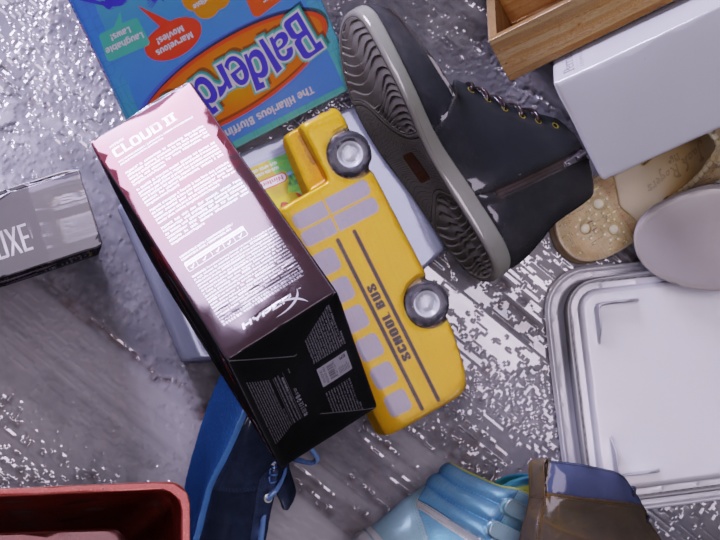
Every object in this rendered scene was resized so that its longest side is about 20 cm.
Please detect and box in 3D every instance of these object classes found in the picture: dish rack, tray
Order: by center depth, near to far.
[{"bbox_3d":[0.180,-0.199,1.171,0.199,0.099,0.037,-26,113,15],"label":"tray"},{"bbox_3d":[0.234,0.074,1.222,0.198,0.044,0.174,-6,85,-9],"label":"dish rack"}]

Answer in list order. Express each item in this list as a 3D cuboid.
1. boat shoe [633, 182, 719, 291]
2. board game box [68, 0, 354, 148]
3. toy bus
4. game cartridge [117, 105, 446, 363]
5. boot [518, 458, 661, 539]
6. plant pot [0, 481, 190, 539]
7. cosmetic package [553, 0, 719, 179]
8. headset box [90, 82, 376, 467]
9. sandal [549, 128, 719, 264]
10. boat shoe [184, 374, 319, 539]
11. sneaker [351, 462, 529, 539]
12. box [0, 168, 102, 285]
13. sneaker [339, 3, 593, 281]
[{"bbox_3d":[0.286,-0.036,1.222,0.198,0.093,0.076,-6,101,6],"label":"boat shoe"},{"bbox_3d":[-0.108,-0.178,1.151,0.151,0.045,0.201,-28,116,-7],"label":"board game box"},{"bbox_3d":[0.000,0.000,1.150,0.078,0.065,0.201,-28,90,-8],"label":"toy bus"},{"bbox_3d":[-0.048,-0.021,1.195,0.198,0.040,0.135,-24,93,-9],"label":"game cartridge"},{"bbox_3d":[0.182,0.175,1.165,0.199,0.074,0.098,7,80,-39],"label":"boot"},{"bbox_3d":[-0.205,0.229,1.080,0.197,0.176,0.203,-1,86,-8],"label":"plant pot"},{"bbox_3d":[0.228,-0.151,1.163,0.198,0.113,0.082,-24,112,13],"label":"cosmetic package"},{"bbox_3d":[-0.080,-0.003,1.069,0.075,0.149,0.201,-31,60,-8],"label":"headset box"},{"bbox_3d":[0.224,-0.080,1.219,0.211,0.070,0.078,-39,91,-9],"label":"sandal"},{"bbox_3d":[-0.075,0.138,1.165,0.068,0.084,0.202,15,102,-20],"label":"boat shoe"},{"bbox_3d":[0.101,0.212,1.174,0.131,0.080,0.200,-45,93,-8],"label":"sneaker"},{"bbox_3d":[-0.239,-0.010,1.083,0.156,0.200,0.050,-18,92,-8],"label":"box"},{"bbox_3d":[0.069,-0.103,1.180,0.106,0.075,0.201,-36,103,-24],"label":"sneaker"}]
